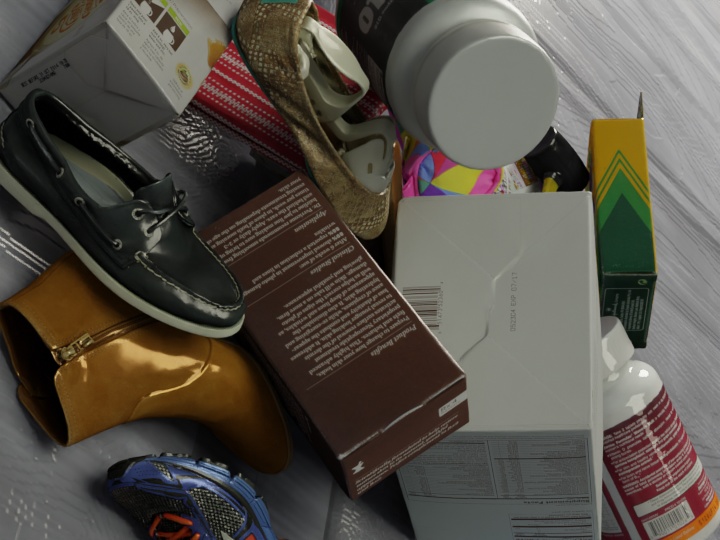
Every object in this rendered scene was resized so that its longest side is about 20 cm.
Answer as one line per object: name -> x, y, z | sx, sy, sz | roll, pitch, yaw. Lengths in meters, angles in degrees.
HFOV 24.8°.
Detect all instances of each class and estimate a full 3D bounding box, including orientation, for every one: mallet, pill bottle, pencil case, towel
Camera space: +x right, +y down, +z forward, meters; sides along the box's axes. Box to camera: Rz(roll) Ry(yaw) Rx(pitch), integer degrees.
mallet -> 0.150, -0.046, 1.422 | 0.066, 0.041, 0.201 | 52, 42, -25
pill bottle -> 0.228, 0.149, 1.431 | 0.109, 0.109, 0.201 | -38, 104, -52
pencil case -> 0.057, -0.141, 1.339 | 0.088, 0.088, 0.201 | 32, 34, -39
towel -> -0.051, -0.145, 1.232 | 0.144, 0.023, 0.200 | 31, 39, 9
pill bottle -> 0.060, -0.153, 1.153 | 0.113, 0.113, 0.200 | 42, 8, -31

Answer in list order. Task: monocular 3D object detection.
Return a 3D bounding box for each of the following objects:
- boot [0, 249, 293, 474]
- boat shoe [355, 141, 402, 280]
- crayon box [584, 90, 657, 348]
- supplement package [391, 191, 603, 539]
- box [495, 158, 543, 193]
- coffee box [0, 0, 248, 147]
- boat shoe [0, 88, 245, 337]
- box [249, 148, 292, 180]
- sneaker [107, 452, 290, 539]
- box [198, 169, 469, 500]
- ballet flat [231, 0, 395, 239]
boot -> -0.139, 0.078, 1.043 | 0.202, 0.071, 0.144 | 57, 43, -8
boat shoe -> 0.000, 0.000, 1.240 | 0.070, 0.070, 0.202 | -57, 144, -76
crayon box -> 0.234, -0.046, 1.493 | 0.126, 0.051, 0.202 | 83, 8, -56
supplement package -> 0.104, 0.078, 1.211 | 0.201, 0.146, 0.193 | 74, 18, -56
box -> 0.126, -0.075, 1.468 | 0.137, 0.039, 0.202 | -24, 92, -55
coffee box -> -0.143, -0.171, 1.110 | 0.080, 0.114, 0.201 | 51, 41, -23
boat shoe -> -0.143, -0.040, 1.019 | 0.199, 0.066, 0.074 | 41, 32, 10
box -> -0.003, -0.055, 1.286 | 0.200, 0.039, 0.042 | 36, 73, -36
sneaker -> -0.088, 0.187, 1.044 | 0.200, 0.075, 0.079 | 45, 46, -26
box -> -0.023, 0.040, 1.091 | 0.200, 0.100, 0.075 | 52, -14, 30
ballet flat -> -0.015, -0.103, 1.117 | 0.201, 0.065, 0.071 | 56, 37, -32
